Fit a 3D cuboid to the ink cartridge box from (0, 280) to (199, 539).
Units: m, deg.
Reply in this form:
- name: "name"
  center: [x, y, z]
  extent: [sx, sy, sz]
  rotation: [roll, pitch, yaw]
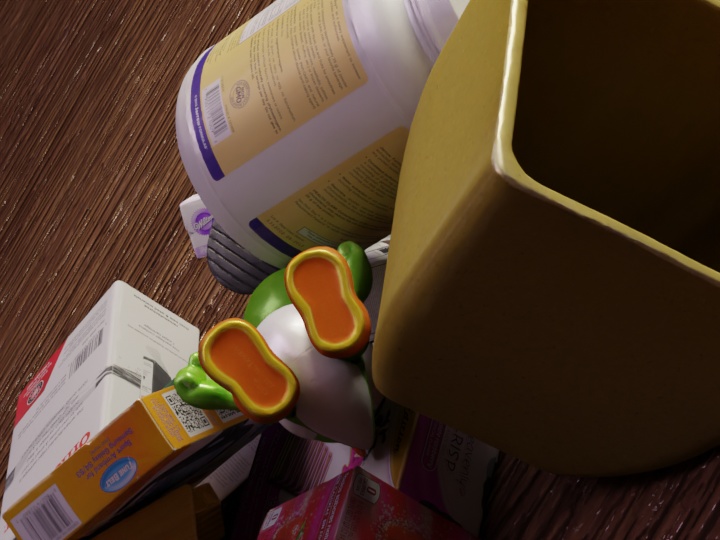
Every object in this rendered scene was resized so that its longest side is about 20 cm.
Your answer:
- name: "ink cartridge box"
  center: [-0.194, 0.129, 1.774]
  extent: [0.144, 0.083, 0.201]
  rotation: [-47, 23, 26]

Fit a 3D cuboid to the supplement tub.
- name: "supplement tub"
  center: [0.011, -0.100, 1.304]
  extent: [0.199, 0.145, 0.146]
  rotation: [-30, 34, 35]

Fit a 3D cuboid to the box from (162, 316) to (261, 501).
- name: "box"
  center: [-0.090, 0.094, 1.584]
  extent: [0.200, 0.036, 0.144]
  rotation: [-40, 22, 2]

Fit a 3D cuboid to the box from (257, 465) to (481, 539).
- name: "box"
  center: [-0.013, 0.217, 1.220]
  extent: [0.095, 0.099, 0.201]
  rotation: [-31, 34, 51]

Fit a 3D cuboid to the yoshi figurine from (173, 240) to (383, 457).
- name: "yoshi figurine"
  center: [-0.036, 0.034, 1.257]
  extent: [0.200, 0.111, 0.113]
  rotation: [60, -141, -78]

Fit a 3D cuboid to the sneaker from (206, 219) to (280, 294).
- name: "sneaker"
  center: [-0.016, -0.054, 1.456]
  extent: [0.200, 0.074, 0.089]
  rotation: [-50, -17, -15]

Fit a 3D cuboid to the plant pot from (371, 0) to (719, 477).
- name: "plant pot"
  center: [0.106, -0.013, 1.156]
  extent: [0.200, 0.194, 0.195]
  rotation: [-52, 20, 42]

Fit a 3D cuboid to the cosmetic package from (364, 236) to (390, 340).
- name: "cosmetic package"
  center: [0.000, 0.000, 1.487]
  extent: [0.200, 0.082, 0.051]
  rotation: [-163, 60, -71]

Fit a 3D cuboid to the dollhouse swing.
- name: "dollhouse swing"
  center: [-0.123, 0.256, 1.408]
  extent: [0.181, 0.176, 0.200]
  rotation: [-29, -13, -10]

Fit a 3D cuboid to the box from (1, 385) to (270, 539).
- name: "box"
  center: [-0.109, 0.103, 1.384]
  extent: [0.119, 0.042, 0.200]
  rotation: [-40, -11, 25]

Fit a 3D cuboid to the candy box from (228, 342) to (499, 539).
- name: "candy box"
  center: [0.003, 0.115, 1.377]
  extent: [0.200, 0.061, 0.137]
  rotation: [-33, 32, 48]

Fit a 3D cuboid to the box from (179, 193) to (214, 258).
- name: "box"
  center: [-0.018, -0.057, 1.538]
  extent: [0.199, 0.039, 0.041]
  rotation: [-18, 6, 14]
